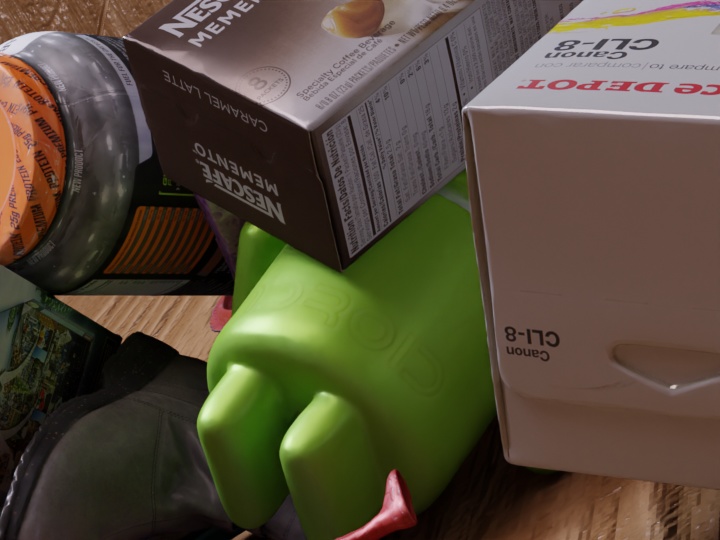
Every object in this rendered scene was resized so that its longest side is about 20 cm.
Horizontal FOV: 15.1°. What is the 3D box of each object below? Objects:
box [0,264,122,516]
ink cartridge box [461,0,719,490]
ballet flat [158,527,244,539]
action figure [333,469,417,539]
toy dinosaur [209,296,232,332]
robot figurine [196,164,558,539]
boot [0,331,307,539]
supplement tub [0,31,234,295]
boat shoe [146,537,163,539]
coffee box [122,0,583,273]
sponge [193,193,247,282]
[{"bbox_3d":[-0.181,0.100,1.195,0.038,0.201,0.137,10,-14,28],"label":"box"},{"bbox_3d":[0.146,-0.028,0.990,0.145,0.145,0.200,4,28,27],"label":"ink cartridge box"},{"bbox_3d":[-0.111,0.127,1.302,0.200,0.062,0.067,-34,-14,-24],"label":"ballet flat"},{"bbox_3d":[-0.061,0.141,1.104,0.200,0.065,0.099,-29,19,6],"label":"action figure"},{"bbox_3d":[-0.017,0.008,1.371,0.105,0.200,0.182,-24,-42,-43],"label":"toy dinosaur"},{"bbox_3d":[0.012,0.026,1.163,0.175,0.116,0.200,14,51,31],"label":"robot figurine"},{"bbox_3d":[-0.073,0.100,1.186,0.200,0.131,0.070,-56,-16,-53],"label":"boot"},{"bbox_3d":[-0.111,-0.049,1.282,0.122,0.123,0.200,-22,-16,39],"label":"supplement tub"},{"bbox_3d":[-0.142,0.173,1.167,0.065,0.074,0.200,0,33,36],"label":"boat shoe"},{"bbox_3d":[0.013,-0.104,1.156,0.114,0.080,0.200,28,56,36],"label":"coffee box"},{"bbox_3d":[0.000,0.000,1.266,0.111,0.200,0.030,-30,34,-10],"label":"sponge"}]
